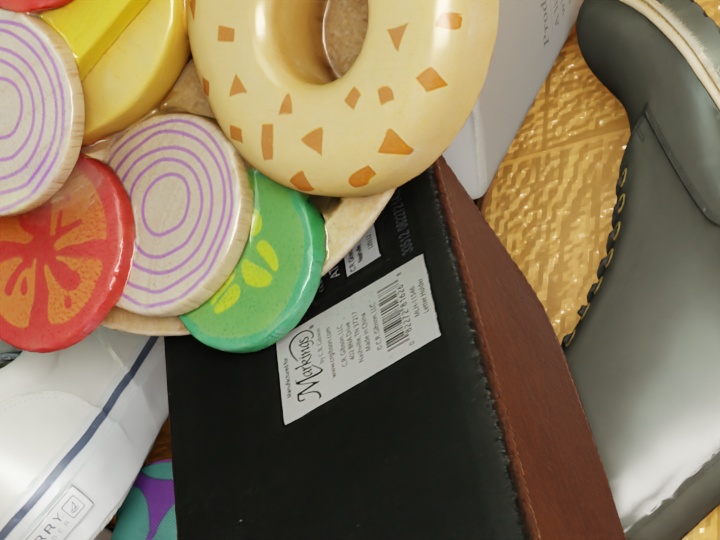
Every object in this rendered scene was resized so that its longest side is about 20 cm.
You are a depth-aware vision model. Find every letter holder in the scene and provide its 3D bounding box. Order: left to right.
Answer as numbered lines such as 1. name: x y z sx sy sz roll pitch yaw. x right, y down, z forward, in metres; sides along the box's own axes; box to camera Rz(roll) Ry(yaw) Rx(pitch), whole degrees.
1. letter holder: 0.027 0.087 0.635 0.100 0.142 0.201 -31 32 13

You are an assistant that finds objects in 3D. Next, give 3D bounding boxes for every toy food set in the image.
1. toy food set: -0.063 -0.073 0.653 0.198 0.049 0.200 -46 71 23

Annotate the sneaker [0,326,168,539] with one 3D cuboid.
1. sneaker: -0.103 0.037 0.761 0.073 0.071 0.200 -46 8 9

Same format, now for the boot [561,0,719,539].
1. boot: 0.087 -0.007 0.738 0.138 0.077 0.200 -41 41 8

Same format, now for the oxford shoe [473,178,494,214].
1. oxford shoe: 0.000 0.000 0.797 0.071 0.071 0.201 7 60 34

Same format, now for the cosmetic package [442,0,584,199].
1. cosmetic package: -0.012 -0.149 0.792 0.164 0.166 0.200 4 35 22

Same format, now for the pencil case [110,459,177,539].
1. pencil case: -0.067 0.163 0.698 0.092 0.085 0.201 -32 33 53

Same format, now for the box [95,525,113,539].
1. box: -0.191 0.067 0.841 0.200 0.116 0.060 27 84 47
